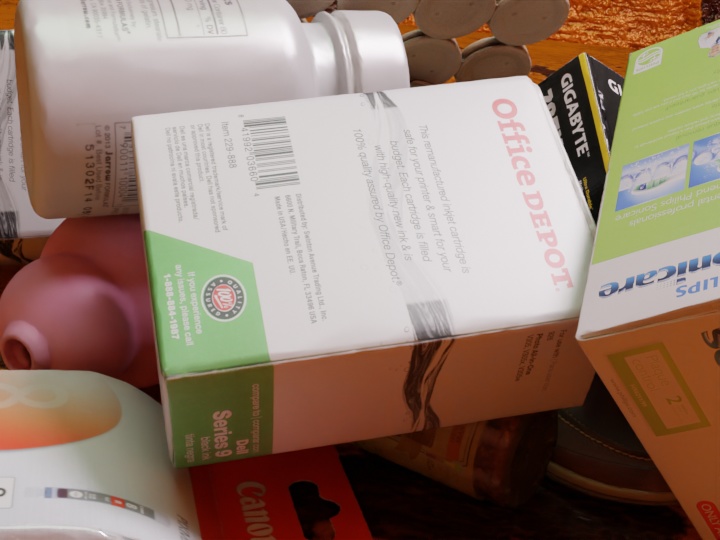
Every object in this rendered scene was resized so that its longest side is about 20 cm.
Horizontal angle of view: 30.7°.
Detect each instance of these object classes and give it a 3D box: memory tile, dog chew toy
[{"bbox_3d":[0.014,-0.132,0.796,0.197,0.154,0.017,2,57,-22],"label":"memory tile"},{"bbox_3d":[-0.127,0.009,0.748,0.123,0.126,0.200,13,26,27],"label":"dog chew toy"}]

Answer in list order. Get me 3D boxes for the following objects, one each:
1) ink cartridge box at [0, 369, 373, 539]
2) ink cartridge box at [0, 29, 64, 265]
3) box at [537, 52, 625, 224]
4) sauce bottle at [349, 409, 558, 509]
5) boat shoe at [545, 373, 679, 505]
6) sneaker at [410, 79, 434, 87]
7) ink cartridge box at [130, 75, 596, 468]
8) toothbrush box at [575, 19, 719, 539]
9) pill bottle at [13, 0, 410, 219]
[{"bbox_3d":[-0.095,0.093,0.591,0.197,0.051,0.162,-2,18,-12],"label":"ink cartridge box"},{"bbox_3d":[-0.250,-0.081,0.894,0.196,0.147,0.084,-3,-12,-6],"label":"ink cartridge box"},{"bbox_3d":[0.185,-0.011,0.735,0.198,0.162,0.049,23,-41,-38],"label":"box"},{"bbox_3d":[0.004,0.061,0.681,0.198,0.067,0.066,17,20,29],"label":"sauce bottle"},{"bbox_3d":[0.113,0.063,0.710,0.071,0.069,0.200,-3,18,-23],"label":"boat shoe"},{"bbox_3d":[0.071,-0.029,0.824,0.075,0.201,0.092,-33,30,0],"label":"sneaker"},{"bbox_3d":[0.001,-0.003,0.605,0.197,0.085,0.148,-7,53,-9],"label":"ink cartridge box"},{"bbox_3d":[0.174,0.001,0.580,0.085,0.146,0.201,-18,34,31],"label":"toothbrush box"},{"bbox_3d":[-0.079,-0.091,0.700,0.197,0.116,0.114,-5,19,-18],"label":"pill bottle"}]
